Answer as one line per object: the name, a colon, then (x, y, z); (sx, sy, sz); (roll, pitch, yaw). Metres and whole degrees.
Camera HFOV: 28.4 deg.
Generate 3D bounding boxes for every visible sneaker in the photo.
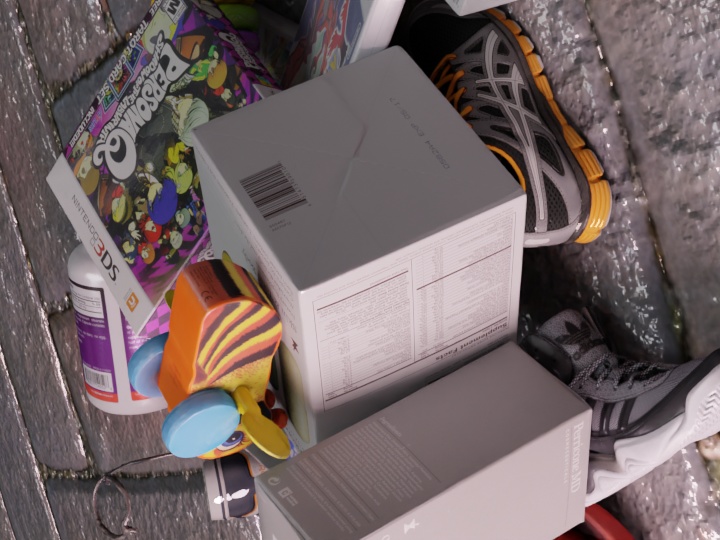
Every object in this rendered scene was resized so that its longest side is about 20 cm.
sneaker: (0.081, -0.098, 0.920); (0.201, 0.077, 0.078); (57, 147, 24)
sneaker: (-0.112, 0.202, 1.381); (0.200, 0.079, 0.079); (-178, 77, -82)
sneaker: (0.159, 0.068, 0.881); (0.114, 0.075, 0.200); (60, 149, 13)

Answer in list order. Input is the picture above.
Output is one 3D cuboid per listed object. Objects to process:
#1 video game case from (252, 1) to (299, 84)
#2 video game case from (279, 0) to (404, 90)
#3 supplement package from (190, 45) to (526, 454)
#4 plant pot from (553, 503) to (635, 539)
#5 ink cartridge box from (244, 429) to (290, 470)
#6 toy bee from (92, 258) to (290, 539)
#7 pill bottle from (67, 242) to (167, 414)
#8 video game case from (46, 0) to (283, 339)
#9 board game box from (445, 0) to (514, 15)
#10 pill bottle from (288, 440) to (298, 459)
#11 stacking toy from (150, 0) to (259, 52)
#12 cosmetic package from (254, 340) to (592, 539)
video game case: (-0.074, -0.126, 1.196); (0.200, 0.022, 0.183); (35, 133, 45)
video game case: (-0.020, -0.153, 0.993); (0.183, 0.023, 0.201); (-98, 24, -50)
supplement package: (0.000, 0.000, 0.903); (0.152, 0.150, 0.201); (54, 160, 36)
plant pot: (0.099, 0.258, 0.966); (0.200, 0.182, 0.202); (36, 137, 43)
ink cartridge box: (-0.001, 0.112, 1.021); (0.160, 0.199, 0.048); (36, 132, 35)
toy bee: (-0.089, 0.069, 0.869); (0.200, 0.108, 0.132); (-40, 65, 47)
pill bottle: (-0.233, 0.037, 1.440); (0.112, 0.112, 0.201); (24, 124, 50)
video game case: (-0.139, -0.083, 1.034); (0.200, 0.036, 0.182); (-53, 53, 23)
board game box: (0.071, -0.281, 0.856); (0.148, 0.064, 0.201); (54, 145, 25)
pill bottle: (-0.022, 0.119, 1.154); (0.200, 0.112, 0.113); (40, 136, 40)
stacking toy: (-0.119, -0.197, 1.128); (0.116, 0.109, 0.202); (-15, 86, 56)
cosmetic package: (0.041, 0.139, 0.864); (0.090, 0.199, 0.107); (44, 149, 43)
